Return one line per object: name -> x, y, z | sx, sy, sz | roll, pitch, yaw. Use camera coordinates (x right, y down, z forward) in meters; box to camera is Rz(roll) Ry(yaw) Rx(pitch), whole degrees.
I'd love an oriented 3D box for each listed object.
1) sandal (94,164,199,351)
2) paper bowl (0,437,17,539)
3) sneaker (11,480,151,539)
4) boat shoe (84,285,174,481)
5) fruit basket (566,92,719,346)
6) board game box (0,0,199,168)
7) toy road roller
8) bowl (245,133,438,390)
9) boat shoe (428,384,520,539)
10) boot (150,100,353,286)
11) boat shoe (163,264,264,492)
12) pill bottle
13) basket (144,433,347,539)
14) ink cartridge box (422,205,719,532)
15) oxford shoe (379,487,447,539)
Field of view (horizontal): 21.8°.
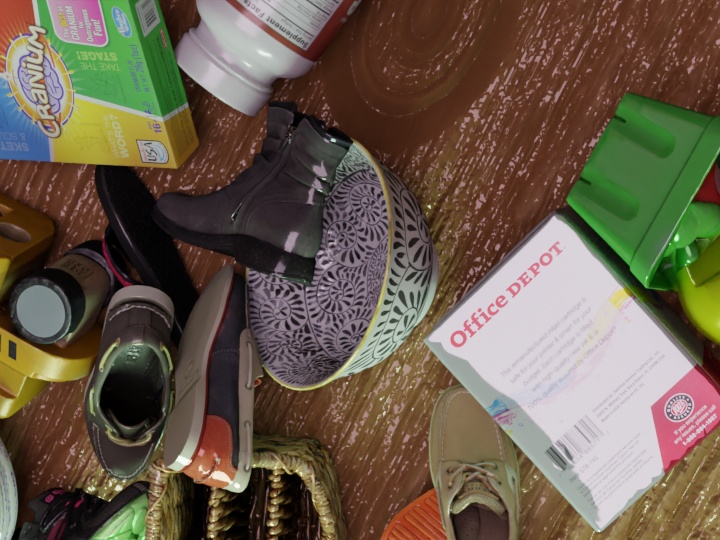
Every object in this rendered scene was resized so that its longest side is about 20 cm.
sandal -> -0.177, 0.003, 1.544 | 0.045, 0.075, 0.201 | -25, 93, 23
paper bowl -> -0.393, 0.186, 1.555 | 0.199, 0.104, 0.202 | 9, 110, 25
sneaker -> -0.239, 0.215, 1.547 | 0.199, 0.076, 0.084 | -32, 76, 36
boat shoe -> -0.188, 0.104, 1.514 | 0.071, 0.061, 0.203 | 6, 131, -8
fruit basket -> 0.271, -0.027, 1.383 | 0.215, 0.216, 0.156 | 30, 100, 7
board game box -> -0.239, -0.159, 1.495 | 0.199, 0.040, 0.154 | 4, 126, 27
toy road roller -> -0.304, 0.028, 1.547 | 0.199, 0.123, 0.147 | 29, 111, 7
bowl -> 0.000, 0.000, 1.477 | 0.094, 0.200, 0.202 | 11, 100, -34
boat shoe -> 0.096, 0.180, 1.475 | 0.071, 0.065, 0.201 | -8, 67, -2
boot -> -0.082, -0.072, 1.487 | 0.199, 0.070, 0.133 | 20, 94, 45
boat shoe -> -0.107, 0.083, 1.466 | 0.062, 0.201, 0.071 | 24, 134, -20
pill bottle -> -0.058, -0.226, 1.477 | 0.112, 0.112, 0.200 | 39, 102, 5
basket -> -0.090, 0.240, 1.507 | 0.142, 0.149, 0.202 | 6, 95, 11
ink cartridge box -> 0.172, 0.069, 1.440 | 0.145, 0.145, 0.200 | -43, 87, 12
oxford shoe -> 0.040, 0.249, 1.529 | 0.071, 0.073, 0.200 | 42, 83, 16
